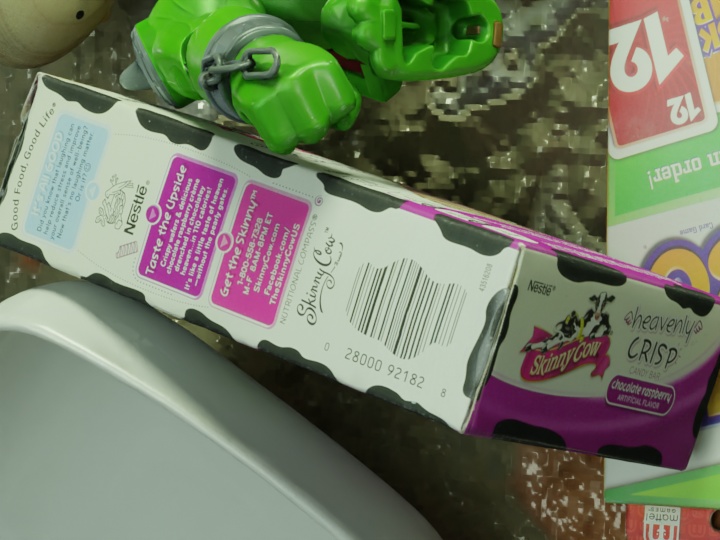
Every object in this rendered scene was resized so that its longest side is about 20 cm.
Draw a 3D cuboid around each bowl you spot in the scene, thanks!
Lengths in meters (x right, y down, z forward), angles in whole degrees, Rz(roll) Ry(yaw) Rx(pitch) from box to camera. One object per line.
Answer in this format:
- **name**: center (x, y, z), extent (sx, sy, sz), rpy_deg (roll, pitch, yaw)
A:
- **bowl**: center (-0.069, 0.103, 0.993), extent (0.199, 0.075, 0.200), rpy_deg (37, 129, 1)

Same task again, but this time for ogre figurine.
- **ogre figurine**: center (0.002, -0.097, 0.944), extent (0.120, 0.098, 0.200), rpy_deg (-1, 52, 45)

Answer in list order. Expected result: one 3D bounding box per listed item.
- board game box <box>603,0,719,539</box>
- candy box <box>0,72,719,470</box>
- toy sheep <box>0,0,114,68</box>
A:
- **board game box**: center (0.126, -0.005, 0.955), extent (0.095, 0.030, 0.201), rpy_deg (1, 94, 28)
- **candy box**: center (0.000, 0.000, 0.940), extent (0.200, 0.136, 0.061), rpy_deg (20, 93, 35)
- **toy sheep**: center (-0.121, -0.168, 1.022), extent (0.137, 0.138, 0.201), rpy_deg (-10, 82, 28)
